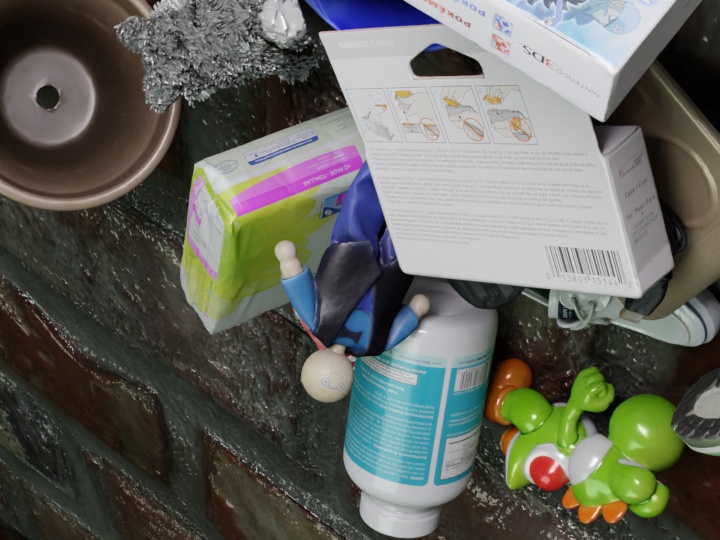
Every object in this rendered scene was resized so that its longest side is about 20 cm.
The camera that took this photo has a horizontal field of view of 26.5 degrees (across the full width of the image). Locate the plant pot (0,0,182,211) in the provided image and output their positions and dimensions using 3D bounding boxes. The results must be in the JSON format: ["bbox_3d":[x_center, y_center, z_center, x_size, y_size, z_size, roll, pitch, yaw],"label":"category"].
[{"bbox_3d":[-0.263,-0.153,1.303,0.201,0.200,0.174,50,169,-14],"label":"plant pot"}]

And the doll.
[{"bbox_3d":[0.000,0.000,1.119,0.135,0.202,0.048,16,-171,-27],"label":"doll"}]

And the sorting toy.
[{"bbox_3d":[0.163,-0.074,0.961,0.200,0.036,0.185,47,154,5],"label":"sorting toy"}]

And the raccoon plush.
[{"bbox_3d":[-0.106,-0.166,1.046,0.200,0.133,0.098,49,-159,-88],"label":"raccoon plush"}]

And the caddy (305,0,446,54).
[{"bbox_3d":[0.026,-0.201,0.897,0.199,0.105,0.142,-3,130,55],"label":"caddy"}]

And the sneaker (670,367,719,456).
[{"bbox_3d":[0.309,0.114,1.032,0.088,0.077,0.199,41,162,-27],"label":"sneaker"}]

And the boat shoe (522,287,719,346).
[{"bbox_3d":[0.155,0.012,1.078,0.199,0.067,0.074,27,150,28],"label":"boat shoe"}]

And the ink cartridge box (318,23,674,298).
[{"bbox_3d":[0.081,-0.076,0.927,0.199,0.045,0.178,6,124,46],"label":"ink cartridge box"}]

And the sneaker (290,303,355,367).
[{"bbox_3d":[-0.002,0.056,1.295,0.087,0.073,0.200,61,179,14],"label":"sneaker"}]

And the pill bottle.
[{"bbox_3d":[0.045,0.113,1.241,0.110,0.110,0.202,23,117,33],"label":"pill bottle"}]

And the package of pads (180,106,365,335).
[{"bbox_3d":[-0.063,-0.035,1.199,0.069,0.153,0.200,59,159,20],"label":"package of pads"}]

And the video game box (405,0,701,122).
[{"bbox_3d":[0.095,-0.190,0.718,0.181,0.200,0.047,33,156,19],"label":"video game box"}]

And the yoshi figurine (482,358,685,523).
[{"bbox_3d":[0.186,0.127,1.206,0.200,0.111,0.113,26,111,57],"label":"yoshi figurine"}]

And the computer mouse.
[{"bbox_3d":[0.134,-0.018,0.990,0.141,0.046,0.200,50,143,9],"label":"computer mouse"}]
